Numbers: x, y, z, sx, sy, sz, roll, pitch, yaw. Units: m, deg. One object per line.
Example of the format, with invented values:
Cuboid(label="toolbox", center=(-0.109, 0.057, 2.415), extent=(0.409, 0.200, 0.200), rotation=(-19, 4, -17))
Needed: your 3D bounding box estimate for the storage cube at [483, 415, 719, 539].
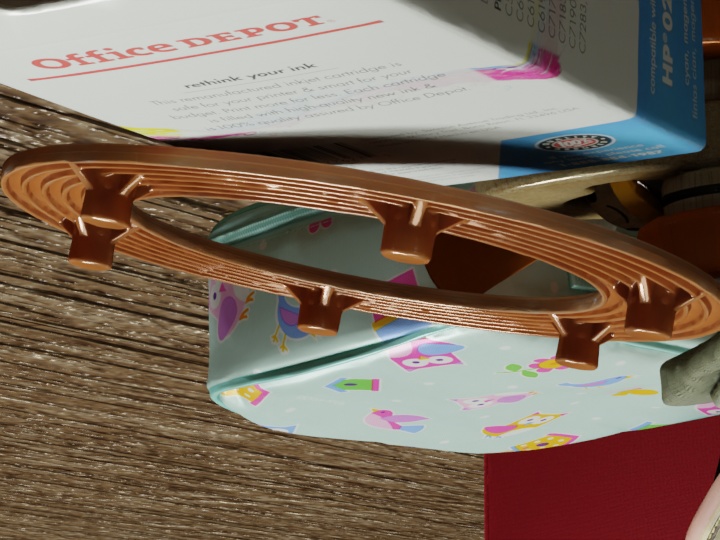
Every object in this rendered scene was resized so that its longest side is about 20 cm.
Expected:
Cuboid(label="storage cube", center=(0.175, 0.152, 1.386), extent=(0.199, 0.180, 0.171), rotation=(-7, 166, 26))

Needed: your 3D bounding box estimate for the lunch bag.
Cuboid(label="lunch bag", center=(0.057, 0.011, 0.982), extent=(0.160, 0.077, 0.200), rotation=(-19, 160, 42))

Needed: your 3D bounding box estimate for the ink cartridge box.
Cuboid(label="ink cartridge box", center=(-0.016, -0.072, 0.627), extent=(0.115, 0.068, 0.200), rotation=(-7, 167, 31))

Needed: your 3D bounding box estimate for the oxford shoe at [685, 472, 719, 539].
Cuboid(label="oxford shoe", center=(0.198, 0.054, 0.975), extent=(0.200, 0.074, 0.071), rotation=(-45, 162, 25))

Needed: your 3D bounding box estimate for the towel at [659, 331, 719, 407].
Cuboid(label="towel", center=(0.198, -0.012, 0.814), extent=(0.192, 0.035, 0.200), rotation=(-25, 175, -15))

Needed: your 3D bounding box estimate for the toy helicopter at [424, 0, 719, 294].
Cuboid(label="toy helicopter", center=(0.108, -0.025, 0.835), extent=(0.132, 0.079, 0.200), rotation=(-14, 169, 40))

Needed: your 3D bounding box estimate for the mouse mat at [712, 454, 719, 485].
Cuboid(label="mouse mat", center=(0.197, 0.072, 1.019), extent=(0.161, 0.200, 0.008), rotation=(-10, 138, 37))

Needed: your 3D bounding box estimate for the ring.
Cuboid(label="ring", center=(0.000, 0.000, 0.750), extent=(0.200, 0.019, 0.200), rotation=(10, 170, 2))
